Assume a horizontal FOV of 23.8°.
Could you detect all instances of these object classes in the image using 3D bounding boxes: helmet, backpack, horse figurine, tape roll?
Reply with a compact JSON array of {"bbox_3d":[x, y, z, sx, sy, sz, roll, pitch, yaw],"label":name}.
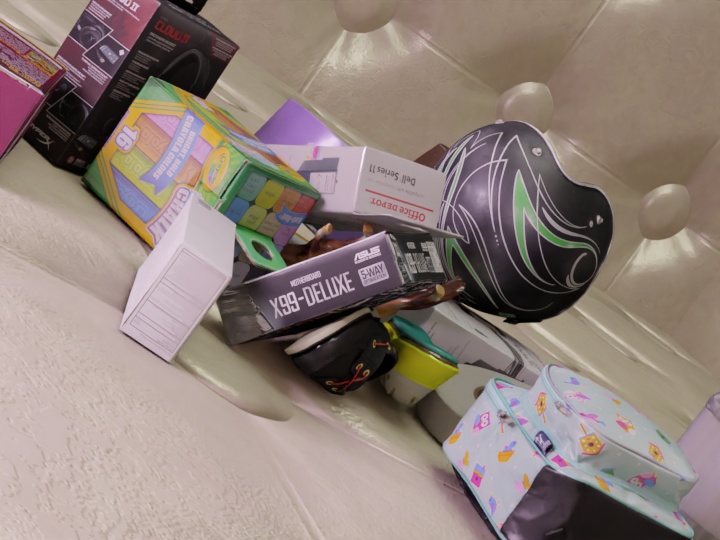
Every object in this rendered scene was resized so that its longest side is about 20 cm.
[{"bbox_3d":[0.156,-0.054,1.847,0.191,0.200,0.200,31,10,-32],"label":"helmet"},{"bbox_3d":[0.173,0.169,1.448,0.176,0.154,0.200,25,6,-30],"label":"backpack"},{"bbox_3d":[0.000,0.000,1.647,0.200,0.050,0.132,27,-28,-22],"label":"horse figurine"},{"bbox_3d":[0.150,0.155,1.652,0.202,0.037,0.203,23,17,-7],"label":"tape roll"},{"bbox_3d":[-0.036,-0.087,1.854,0.200,0.085,0.200,45,-3,3],"label":"tape roll"}]

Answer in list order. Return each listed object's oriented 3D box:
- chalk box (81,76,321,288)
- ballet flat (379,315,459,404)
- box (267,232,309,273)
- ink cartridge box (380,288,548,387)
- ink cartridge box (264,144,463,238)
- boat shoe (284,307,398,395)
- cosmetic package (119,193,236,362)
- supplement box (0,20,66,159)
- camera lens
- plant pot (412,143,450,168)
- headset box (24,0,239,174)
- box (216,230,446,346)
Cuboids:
[{"bbox_3d":[-0.133,-0.065,1.570,0.200,0.124,0.124,40,9,32],"label":"chalk box"},{"bbox_3d":[0.047,0.091,1.613,0.067,0.067,0.200,28,2,-10],"label":"ballet flat"},{"bbox_3d":[-0.057,0.007,1.777,0.119,0.042,0.200,34,11,-16],"label":"box"},{"bbox_3d":[0.115,0.097,1.810,0.200,0.083,0.145,32,8,-21],"label":"ink cartridge box"},{"bbox_3d":[-0.001,-0.076,1.643,0.117,0.067,0.200,15,-6,-44],"label":"ink cartridge box"},{"bbox_3d":[-0.011,0.071,1.471,0.063,0.074,0.201,66,11,6],"label":"boat shoe"},{"bbox_3d":[-0.139,0.003,1.336,0.051,0.083,0.200,37,9,-10],"label":"cosmetic package"},{"bbox_3d":[-0.325,-0.159,1.452,0.110,0.086,0.200,35,8,-10],"label":"supplement box"},{"bbox_3d":[0.365,0.231,1.679,0.160,0.200,0.160,35,8,-6],"label":"camera lens"},{"bbox_3d":[0.072,-0.041,1.994,0.187,0.200,0.187,35,9,-6],"label":"plant pot"},{"bbox_3d":[-0.218,-0.187,1.642,0.077,0.200,0.149,39,8,26],"label":"headset box"},{"bbox_3d":[-0.021,0.015,1.485,0.200,0.157,0.050,-4,75,-76],"label":"box"}]
